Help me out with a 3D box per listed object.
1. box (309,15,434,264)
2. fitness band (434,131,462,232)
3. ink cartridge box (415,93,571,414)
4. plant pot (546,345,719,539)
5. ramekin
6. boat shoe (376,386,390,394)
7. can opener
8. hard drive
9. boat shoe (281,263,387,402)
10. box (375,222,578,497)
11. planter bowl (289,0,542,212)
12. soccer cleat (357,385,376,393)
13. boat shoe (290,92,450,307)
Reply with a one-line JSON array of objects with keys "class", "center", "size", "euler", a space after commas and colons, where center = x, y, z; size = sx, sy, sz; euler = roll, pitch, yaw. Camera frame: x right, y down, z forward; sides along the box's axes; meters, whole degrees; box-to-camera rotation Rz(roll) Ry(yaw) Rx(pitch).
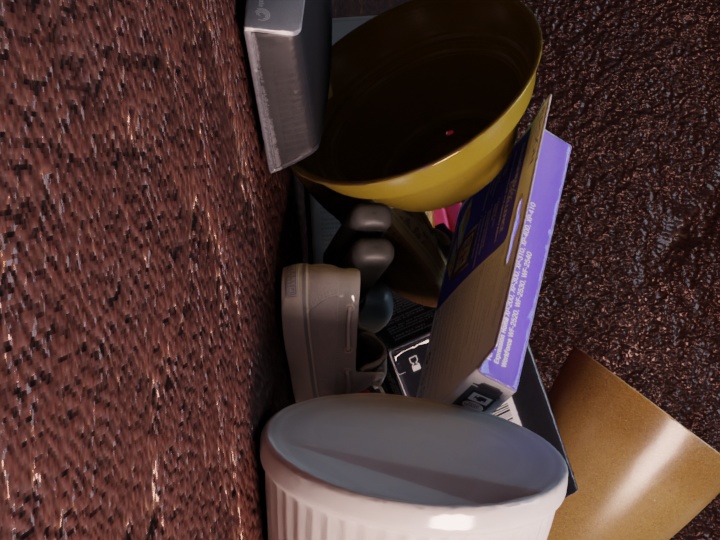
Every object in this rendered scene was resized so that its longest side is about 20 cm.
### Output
[{"class": "box", "center": [0.007, -0.110, 1.488], "size": [0.124, 0.097, 0.201], "euler": [-57, 143, -81]}, {"class": "fitness band", "center": [0.099, -0.042, 1.596], "size": [0.144, 0.037, 0.201], "euler": [46, -22, 53]}, {"class": "ink cartridge box", "center": [0.099, 0.006, 1.268], "size": [0.200, 0.043, 0.199], "euler": [124, -18, -64]}, {"class": "plant pot", "center": [0.210, 0.202, 1.626], "size": [0.200, 0.186, 0.186], "euler": [-53, 174, 2]}, {"class": "ramekin", "center": [0.029, 0.156, 1.152], "size": [0.202, 0.201, 0.095], "euler": [-69, 168, -76]}, {"class": "boat shoe", "center": [0.004, 0.130, 1.515], "size": [0.076, 0.060, 0.201], "euler": [-85, 171, -51]}, {"class": "can opener", "center": [0.000, 0.000, 1.357], "size": [0.200, 0.066, 0.053], "euler": [114, -27, -70]}, {"class": "hard drive", "center": [-0.048, -0.178, 1.243], "size": [0.201, 0.042, 0.135], "euler": [-87, 171, -48]}, {"class": "boat shoe", "center": [-0.014, 0.064, 1.325], "size": [0.072, 0.068, 0.201], "euler": [-87, 172, -45]}, {"class": "box", "center": [0.079, 0.092, 1.545], "size": [0.200, 0.117, 0.198], "euler": [-128, -164, -65]}, {"class": "planter bowl", "center": [0.048, -0.102, 1.264], "size": [0.201, 0.199, 0.084], "euler": [-87, 153, -48]}, {"class": "soccer cleat", "center": [-0.014, 0.171, 1.339], "size": [0.085, 0.068, 0.201], "euler": [-41, 155, -37]}, {"class": "boat shoe", "center": [0.020, -0.049, 1.370], "size": [0.200, 0.073, 0.063], "euler": [53, 55, -37]}]
